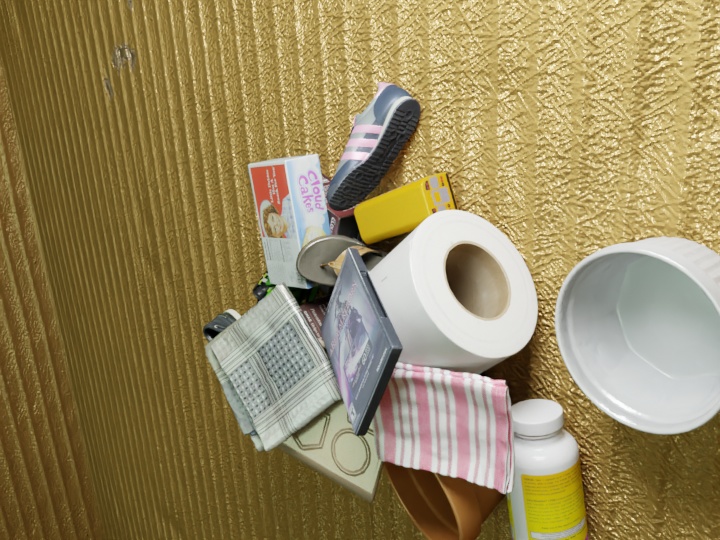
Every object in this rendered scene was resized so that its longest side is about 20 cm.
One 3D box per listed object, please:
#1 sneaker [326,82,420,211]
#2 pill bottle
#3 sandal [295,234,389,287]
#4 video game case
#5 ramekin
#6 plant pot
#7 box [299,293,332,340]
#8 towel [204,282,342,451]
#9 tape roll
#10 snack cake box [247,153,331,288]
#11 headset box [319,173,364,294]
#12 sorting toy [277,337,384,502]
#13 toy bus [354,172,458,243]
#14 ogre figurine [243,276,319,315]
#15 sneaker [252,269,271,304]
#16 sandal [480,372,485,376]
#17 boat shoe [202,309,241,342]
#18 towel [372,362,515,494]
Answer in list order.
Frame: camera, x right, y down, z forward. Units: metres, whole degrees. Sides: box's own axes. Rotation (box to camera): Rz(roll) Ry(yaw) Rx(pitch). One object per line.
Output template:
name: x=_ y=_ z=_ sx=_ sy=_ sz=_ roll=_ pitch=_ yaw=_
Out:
sneaker: x=0.007 y=-0.183 z=1.038 sx=0.201 sy=0.070 sz=0.082 roll=-51 pitch=52 yaw=16
pill bottle: x=0.245 y=0.282 z=0.944 sx=0.103 sy=0.103 sz=0.204 roll=6 pitch=110 yaw=49
sandal: x=0.000 y=0.000 z=1.072 sx=0.055 sy=0.196 sz=0.083 roll=-110 pitch=38 yaw=-85
video game case: x=-0.005 y=0.087 z=0.909 sx=0.201 sy=0.019 sz=0.145 roll=-116 pitch=38 yaw=-50
ramekin: x=0.320 y=0.059 z=0.755 sx=0.199 sy=0.104 sz=0.204 roll=24 pitch=123 yaw=43
plant pot: x=0.136 y=0.285 z=1.028 sx=0.200 sy=0.138 sz=0.202 roll=48 pitch=152 yaw=35
box: x=-0.071 y=0.157 z=1.204 sx=0.166 sy=0.198 sz=0.166 roll=57 pitch=140 yaw=15
towel: x=-0.134 y=0.149 z=1.035 sx=0.199 sy=0.034 sz=0.194 roll=-38 pitch=77 yaw=28
tape roll: x=0.114 y=0.042 z=0.926 sx=0.139 sy=0.201 sz=0.205 roll=-41 pitch=73 yaw=50
snack cake box: x=-0.109 y=-0.079 z=1.135 sx=0.114 sy=0.066 sz=0.204 roll=7 pitch=110 yaw=52
headset box: x=-0.068 y=-0.070 z=1.203 sx=0.199 sy=0.076 sz=0.151 roll=37 pitch=131 yaw=35
sorting toy: x=-0.032 y=0.210 z=1.026 sx=0.183 sy=0.036 sz=0.204 roll=22 pitch=108 yaw=28
toy bus: x=0.058 y=-0.086 z=1.039 sx=0.199 sy=0.077 sz=0.066 roll=-15 pitch=94 yaw=52
ogre figurine: x=-0.137 y=0.061 z=1.275 sx=0.097 sy=0.121 sz=0.200 roll=27 pitch=170 yaw=29
sneaker: x=-0.165 y=0.033 z=1.362 sx=0.072 sy=0.082 sz=0.202 roll=43 pitch=134 yaw=30
sandal: x=0.156 y=0.168 z=0.992 sx=0.048 sy=0.074 sz=0.203 roll=109 pitch=155 yaw=-43
boat shoe: x=-0.185 y=0.142 z=1.123 sx=0.200 sy=0.065 sz=0.075 roll=48 pitch=136 yaw=27
towel: x=0.094 y=0.191 z=0.874 sx=0.197 sy=0.030 sz=0.149 roll=5 pitch=113 yaw=31
